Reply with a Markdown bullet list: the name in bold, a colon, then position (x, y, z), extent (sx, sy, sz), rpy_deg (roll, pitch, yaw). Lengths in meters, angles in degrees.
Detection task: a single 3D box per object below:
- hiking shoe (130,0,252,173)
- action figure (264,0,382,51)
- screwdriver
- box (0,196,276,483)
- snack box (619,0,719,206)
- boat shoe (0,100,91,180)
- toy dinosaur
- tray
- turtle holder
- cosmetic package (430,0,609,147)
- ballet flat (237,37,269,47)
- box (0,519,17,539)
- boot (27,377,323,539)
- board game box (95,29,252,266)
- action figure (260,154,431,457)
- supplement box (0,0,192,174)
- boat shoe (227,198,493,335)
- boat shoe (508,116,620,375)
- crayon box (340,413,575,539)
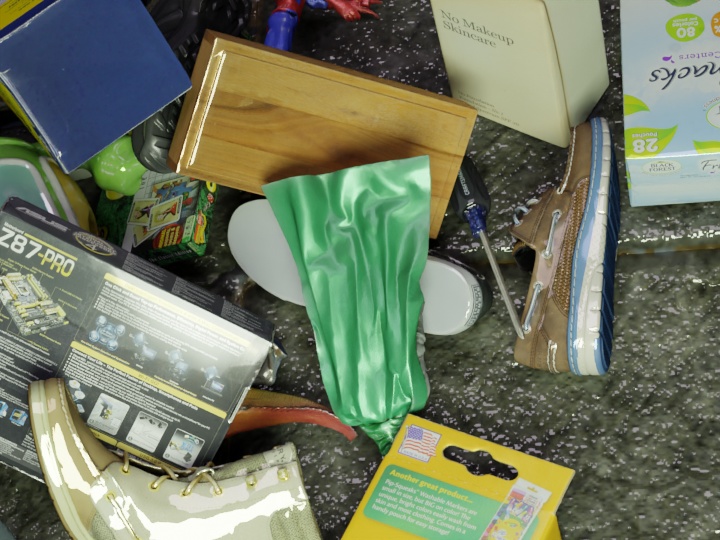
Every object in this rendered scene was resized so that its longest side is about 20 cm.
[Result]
- **hiking shoe**: position (-0.140, -0.141, 1.645), extent (0.101, 0.076, 0.200), rpy_deg (-27, 37, 39)
- **action figure**: position (-0.036, -0.171, 1.689), extent (0.099, 0.065, 0.200), rpy_deg (9, 69, -3)
- **screwdriver**: position (0.085, -0.017, 1.558), extent (0.029, 0.028, 0.200), rpy_deg (5, 37, -11)
- **box**: position (-0.179, 0.066, 1.475), extent (0.200, 0.049, 0.161), rpy_deg (26, 106, -6)
- **snack box**: position (0.273, -0.149, 1.609), extent (0.169, 0.068, 0.200), rpy_deg (-4, 58, 9)
- **boat shoe**: position (-0.289, -0.096, 1.702), extent (0.201, 0.061, 0.072), rpy_deg (-12, 55, 4)
- **toy dinosaur**: position (-0.140, 0.097, 1.528), extent (0.181, 0.105, 0.200), rpy_deg (-45, 68, 4)
- **tray**: position (-0.026, -0.094, 1.561), extent (0.200, 0.099, 0.037), rpy_deg (14, 11, -20)
- **turtle holder**: position (-0.244, -0.022, 1.603), extent (0.132, 0.141, 0.185), rpy_deg (31, 36, 34)
- **cosmetic package**: position (0.111, -0.186, 1.589), extent (0.104, 0.200, 0.073), rpy_deg (23, 65, 26)
- **ballet flat**: position (-0.026, -0.119, 1.613), extent (0.069, 0.200, 0.063), rpy_deg (-59, 26, 7)
- **box**: position (-0.298, 0.181, 1.434), extent (0.124, 0.200, 0.197), rpy_deg (-43, 58, -14)
- **boot**: position (-0.116, 0.136, 1.436), extent (0.155, 0.200, 0.072), rpy_deg (-23, 15, 3)
- **board game box**: position (-0.144, -0.089, 1.668), extent (0.105, 0.023, 0.200), rpy_deg (-16, 50, 34)
- **action figure**: position (0.006, 0.031, 1.510), extent (0.118, 0.055, 0.200), rpy_deg (-10, 84, 16)
- **supplement box**: position (-0.215, -0.166, 1.566), extent (0.110, 0.109, 0.200), rpy_deg (-35, 28, -7)
- **boat shoe**: position (0.000, 0.000, 1.577), extent (0.200, 0.057, 0.069), rpy_deg (20, 101, 22)
- **boat shoe**: position (0.141, -0.022, 1.550), extent (0.072, 0.072, 0.200), rpy_deg (-1, 57, 14)
- **crayon box**: position (0.046, 0.203, 1.433), extent (0.126, 0.052, 0.200), rpy_deg (18, 63, 23)
